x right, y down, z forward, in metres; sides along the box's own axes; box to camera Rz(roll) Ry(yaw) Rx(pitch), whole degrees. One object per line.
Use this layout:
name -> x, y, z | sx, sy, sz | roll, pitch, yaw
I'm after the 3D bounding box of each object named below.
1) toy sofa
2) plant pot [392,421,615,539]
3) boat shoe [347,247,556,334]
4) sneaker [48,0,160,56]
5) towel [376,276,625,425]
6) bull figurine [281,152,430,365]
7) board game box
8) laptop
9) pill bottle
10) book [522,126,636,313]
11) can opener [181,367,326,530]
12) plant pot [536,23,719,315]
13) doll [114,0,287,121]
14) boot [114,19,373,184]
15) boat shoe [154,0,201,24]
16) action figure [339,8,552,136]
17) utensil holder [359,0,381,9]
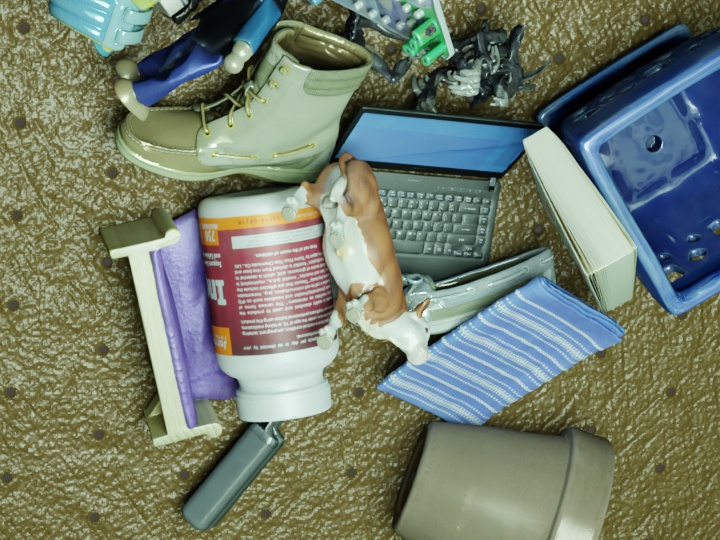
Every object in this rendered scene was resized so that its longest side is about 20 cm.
toy sofa -> -0.165, 0.049, 1.486 | 0.097, 0.083, 0.201 | -13, 108, -10
plant pot -> 0.128, 0.228, 1.575 | 0.174, 0.200, 0.201 | 19, 100, -2
boat shoe -> 0.085, 0.020, 1.532 | 0.201, 0.074, 0.065 | -6, 98, -5
sneaker -> -0.164, -0.238, 1.344 | 0.199, 0.080, 0.131 | 2, 112, -10
towel -> 0.134, 0.083, 1.538 | 0.200, 0.024, 0.145 | -35, 139, 25
bull figurine -> 0.000, 0.000, 1.427 | 0.065, 0.121, 0.200 | -14, 101, 29
board game box -> -0.019, -0.273, 1.318 | 0.026, 0.200, 0.200 | -38, 134, -18
laptop -> 0.058, -0.053, 1.507 | 0.177, 0.103, 0.201 | 4, 104, -16
pill bottle -> -0.079, 0.029, 1.471 | 0.113, 0.113, 0.201 | -8, 96, -13
book -> 0.197, -0.043, 1.474 | 0.048, 0.200, 0.134 | -29, 74, 4
can opener -> -0.107, 0.152, 1.558 | 0.067, 0.053, 0.200 | 40, 93, 11
plant pot -> 0.291, -0.106, 1.515 | 0.200, 0.180, 0.200 | -33, 111, -5
doll -> -0.112, -0.199, 1.359 | 0.200, 0.137, 0.048 | -33, 120, 14
boot -> -0.101, -0.147, 1.414 | 0.199, 0.072, 0.155 | 3, 143, -21
boat shoe -> -0.182, -0.313, 1.389 | 0.093, 0.075, 0.200 | -40, 120, -6
action figure -> 0.074, -0.177, 1.471 | 0.199, 0.102, 0.119 | 14, 146, -14
utensil holder -> 0.056, -0.341, 1.372 | 0.200, 0.170, 0.170 | -37, 112, -17
